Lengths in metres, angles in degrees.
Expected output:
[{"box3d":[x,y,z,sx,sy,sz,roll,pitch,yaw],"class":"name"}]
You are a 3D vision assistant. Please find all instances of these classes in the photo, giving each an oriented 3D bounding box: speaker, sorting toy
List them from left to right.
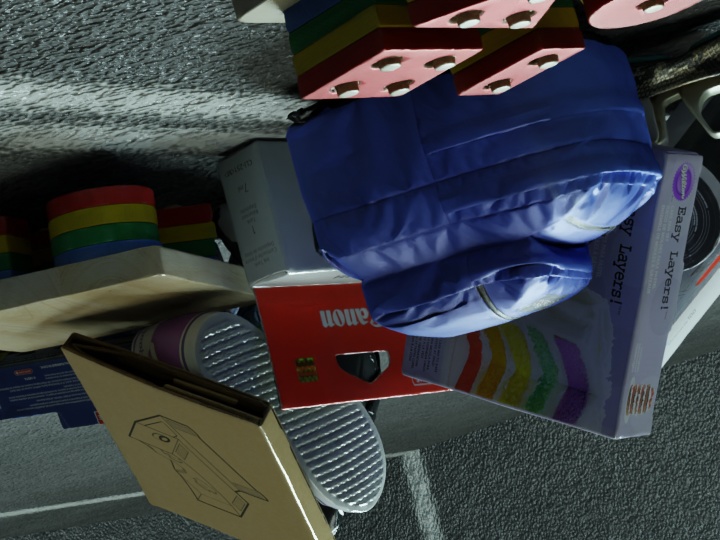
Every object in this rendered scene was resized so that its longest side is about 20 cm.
[{"box3d":[-0.188,-0.003,1.437,0.197,0.070,0.200,-12,171,17],"class":"sorting toy"},{"box3d":[0.074,-0.146,1.081,0.199,0.070,0.198,-5,167,-42],"class":"sorting toy"},{"box3d":[0.238,-0.071,1.510,0.081,0.082,0.200,-20,-168,30],"class":"speaker"}]

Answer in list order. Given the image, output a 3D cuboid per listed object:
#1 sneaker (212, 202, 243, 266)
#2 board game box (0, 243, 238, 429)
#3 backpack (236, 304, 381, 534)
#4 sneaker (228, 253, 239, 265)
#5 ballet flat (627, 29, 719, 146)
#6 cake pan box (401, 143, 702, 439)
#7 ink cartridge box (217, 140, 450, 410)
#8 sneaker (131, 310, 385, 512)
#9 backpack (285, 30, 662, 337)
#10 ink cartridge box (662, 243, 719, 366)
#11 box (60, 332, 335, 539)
[{"box3d":[-0.031,-0.039,1.584,0.199,0.076,0.077,-2,142,-52],"class":"sneaker"},{"box3d":[-0.186,0.051,1.654,0.199,0.062,0.200,-10,-161,29],"class":"board game box"},{"box3d":[-0.045,0.089,1.617,0.153,0.164,0.200,11,-163,11],"class":"backpack"},{"box3d":[-0.017,-0.013,1.727,0.199,0.078,0.085,2,168,-28],"class":"sneaker"},{"box3d":[0.217,-0.121,1.419,0.199,0.076,0.068,-16,174,11],"class":"ballet flat"},{"box3d":[0.125,-0.006,1.434,0.183,0.202,0.052,17,-170,35],"class":"cake pan box"},{"box3d":[0.000,0.000,1.486,0.043,0.175,0.199,-24,167,38],"class":"ink cartridge box"},{"box3d":[-0.074,0.096,1.485,0.114,0.073,0.201,-8,134,49],"class":"sneaker"},{"box3d":[0.087,-0.056,1.338,0.199,0.169,0.162,-22,175,23],"class":"backpack"},{"box3d":[0.264,0.005,1.617,0.163,0.057,0.200,-50,-172,-7],"class":"ink cartridge box"},{"box3d":[-0.106,0.127,1.470,0.163,0.021,0.200,18,151,26],"class":"box"}]
